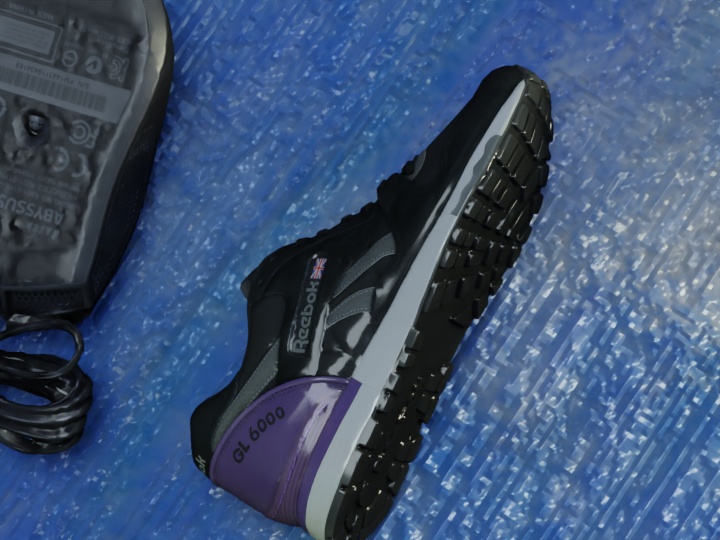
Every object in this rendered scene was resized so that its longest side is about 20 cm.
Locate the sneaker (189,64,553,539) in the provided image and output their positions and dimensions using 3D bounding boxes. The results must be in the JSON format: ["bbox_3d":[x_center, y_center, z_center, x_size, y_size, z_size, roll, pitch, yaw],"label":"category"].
[{"bbox_3d":[0.000,0.000,1.086,0.087,0.076,0.200,25,80,22],"label":"sneaker"}]

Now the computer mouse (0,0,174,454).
[{"bbox_3d":[-0.134,-0.038,1.134,0.138,0.053,0.201,22,90,16],"label":"computer mouse"}]
